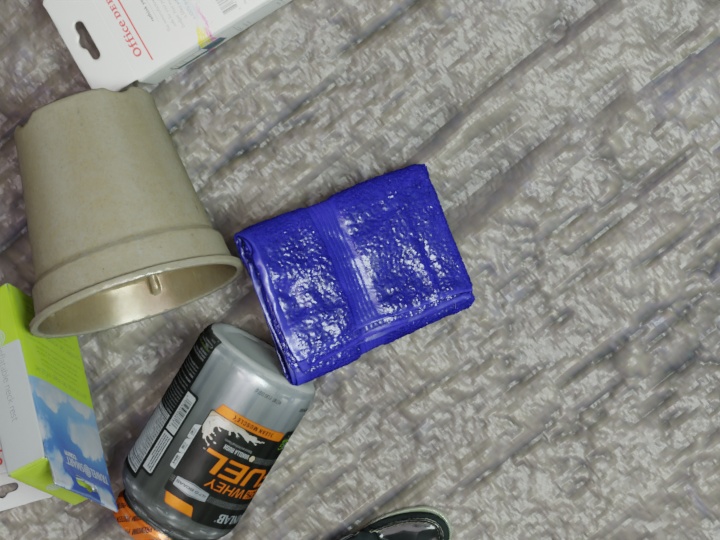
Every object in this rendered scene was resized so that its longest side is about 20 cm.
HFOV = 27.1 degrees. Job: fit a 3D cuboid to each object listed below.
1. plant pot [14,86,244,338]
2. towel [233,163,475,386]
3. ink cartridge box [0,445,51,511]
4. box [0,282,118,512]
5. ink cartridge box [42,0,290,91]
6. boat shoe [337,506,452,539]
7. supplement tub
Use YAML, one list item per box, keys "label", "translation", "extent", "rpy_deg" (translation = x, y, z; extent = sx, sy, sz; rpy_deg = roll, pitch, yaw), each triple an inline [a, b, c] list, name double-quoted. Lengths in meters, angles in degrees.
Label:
- label: "plant pot"
  translation: [-0.226, -0.058, 1.358]
  extent: [0.199, 0.200, 0.185]
  rpy_deg: [-19, 80, 8]
- label: "towel"
  translation: [0.000, 0.000, 1.348]
  extent: [0.199, 0.049, 0.149]
  rpy_deg: [-23, 93, -22]
- label: "ink cartridge box"
  translation: [-0.379, 0.141, 1.440]
  extent: [0.115, 0.067, 0.202]
  rpy_deg: [-16, 92, 7]
- label: "box"
  translation: [-0.287, 0.124, 1.362]
  extent: [0.047, 0.122, 0.201]
  rpy_deg: [-24, 63, 10]
- label: "ink cartridge box"
  translation: [-0.178, -0.252, 1.383]
  extent: [0.199, 0.067, 0.118]
  rpy_deg: [-30, 91, 7]
- label: "boat shoe"
  translation: [-0.005, 0.286, 1.406]
  extent: [0.198, 0.066, 0.075]
  rpy_deg: [-23, 91, 8]
- label: "supplement tub"
  translation: [-0.139, 0.161, 1.385]
  extent: [0.122, 0.123, 0.201]
  rpy_deg: [32, 98, 3]
